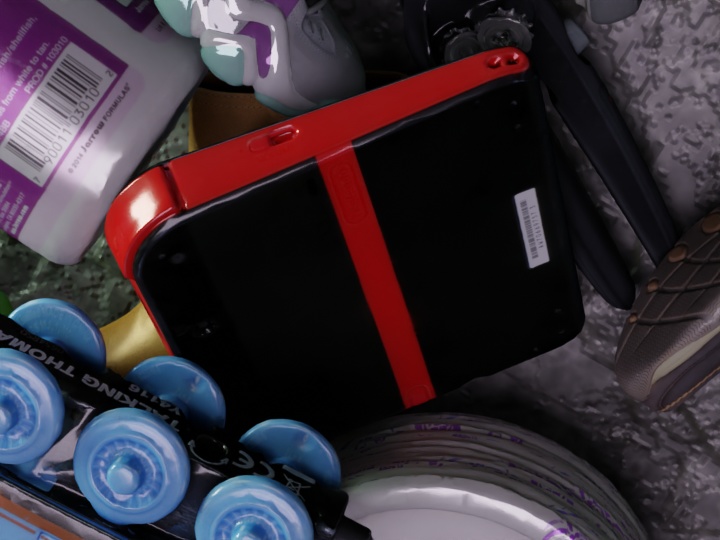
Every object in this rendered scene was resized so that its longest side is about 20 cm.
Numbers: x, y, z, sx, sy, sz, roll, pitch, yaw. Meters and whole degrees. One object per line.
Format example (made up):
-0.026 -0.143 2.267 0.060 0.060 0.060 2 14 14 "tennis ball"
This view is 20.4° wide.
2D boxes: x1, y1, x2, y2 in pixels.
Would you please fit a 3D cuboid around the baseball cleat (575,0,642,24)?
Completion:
0.135 -0.188 0.773 0.105 0.070 0.202 8 117 8 "baseball cleat"

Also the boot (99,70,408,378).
-0.064 -0.018 0.890 0.199 0.071 0.145 -10 118 4 "boot"

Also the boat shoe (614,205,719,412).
0.193 -0.006 0.831 0.073 0.075 0.200 41 105 -17 "boat shoe"

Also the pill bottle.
-0.167 -0.100 0.797 0.199 0.112 0.113 35 117 -5 "pill bottle"

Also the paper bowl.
0.044 0.160 0.933 0.199 0.105 0.202 4 116 9 "paper bowl"

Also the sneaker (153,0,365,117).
-0.031 -0.162 0.759 0.139 0.078 0.200 -35 105 24 "sneaker"

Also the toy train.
-0.095 0.094 0.786 0.199 0.087 0.115 27 111 1 "toy train"

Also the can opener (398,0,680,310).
0.082 -0.065 0.845 0.063 0.079 0.200 -31 115 19 "can opener"

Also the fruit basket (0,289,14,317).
-0.249 0.033 0.879 0.155 0.216 0.215 43 115 -10 "fruit basket"

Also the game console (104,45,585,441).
0.000 0.000 0.821 0.176 0.031 0.201 -23 145 -2 "game console"
